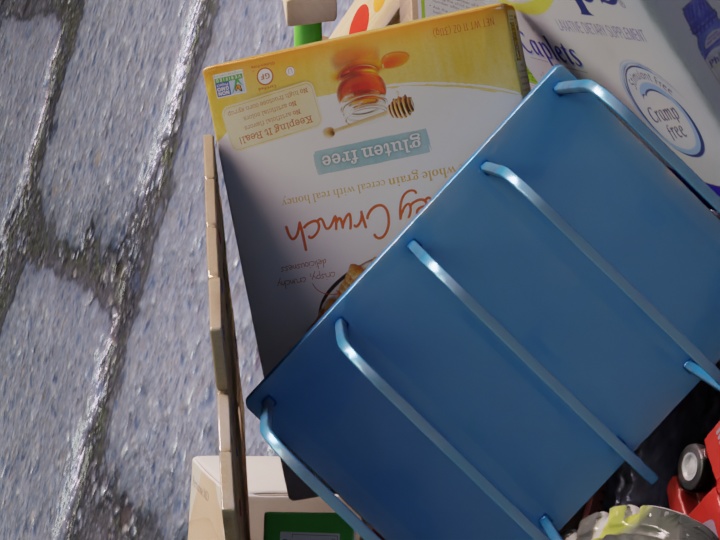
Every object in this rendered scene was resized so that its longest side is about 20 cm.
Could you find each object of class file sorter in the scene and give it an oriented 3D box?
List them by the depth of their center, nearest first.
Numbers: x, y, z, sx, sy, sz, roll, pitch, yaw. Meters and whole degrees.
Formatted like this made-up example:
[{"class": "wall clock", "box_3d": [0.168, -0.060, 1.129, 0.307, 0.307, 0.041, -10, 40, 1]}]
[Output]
[{"class": "file sorter", "box_3d": [0.068, 0.035, 0.875, 0.200, 0.139, 0.123, -47, 4, 2]}]

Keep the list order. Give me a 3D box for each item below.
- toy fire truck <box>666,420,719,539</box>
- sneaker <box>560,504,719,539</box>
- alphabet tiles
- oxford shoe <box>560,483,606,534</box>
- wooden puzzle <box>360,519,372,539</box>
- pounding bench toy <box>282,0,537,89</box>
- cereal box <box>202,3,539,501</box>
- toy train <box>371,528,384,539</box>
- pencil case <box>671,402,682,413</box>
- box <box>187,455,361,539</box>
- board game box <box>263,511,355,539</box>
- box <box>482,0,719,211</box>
[{"class": "toy fire truck", "box_3d": [0.198, 0.089, 0.844, 0.201, 0.048, 0.142, 122, 149, -42]}, {"class": "sneaker", "box_3d": [0.097, 0.169, 0.933, 0.200, 0.084, 0.075, -35, 22, 41]}, {"class": "alphabet tiles", "box_3d": [-0.056, 0.067, 0.932, 0.201, 0.007, 0.168, -98, 4, -50]}, {"class": "oxford shoe", "box_3d": [0.083, 0.080, 1.092, 0.070, 0.074, 0.202, -19, 59, 64]}, {"class": "wooden puzzle", "box_3d": [-0.002, 0.061, 1.264, 0.200, 0.037, 0.187, -123, 29, -80]}, {"class": "pounding bench toy", "box_3d": [0.015, -0.109, 1.208, 0.156, 0.198, 0.125, -48, 35, 47]}, {"class": "cereal box", "box_3d": [0.018, -0.007, 0.963, 0.040, 0.143, 0.202, -26, -76, -77]}, {"class": "toy train", "box_3d": [0.070, 0.134, 1.006, 0.115, 0.084, 0.202, 22, 117, 29]}, {"class": "pencil case", "box_3d": [0.090, -0.012, 1.033, 0.078, 0.087, 0.201, -40, 62, 14]}, {"class": "box", "box_3d": [-0.053, 0.210, 1.194, 0.095, 0.077, 0.202, -159, 71, -70]}, {"class": "board game box", "box_3d": [-0.026, 0.208, 0.986, 0.200, 0.040, 0.155, 95, 177, -70]}, {"class": "box", "box_3d": [0.128, -0.135, 0.930, 0.105, 0.201, 0.184, -40, 20, -9]}]
